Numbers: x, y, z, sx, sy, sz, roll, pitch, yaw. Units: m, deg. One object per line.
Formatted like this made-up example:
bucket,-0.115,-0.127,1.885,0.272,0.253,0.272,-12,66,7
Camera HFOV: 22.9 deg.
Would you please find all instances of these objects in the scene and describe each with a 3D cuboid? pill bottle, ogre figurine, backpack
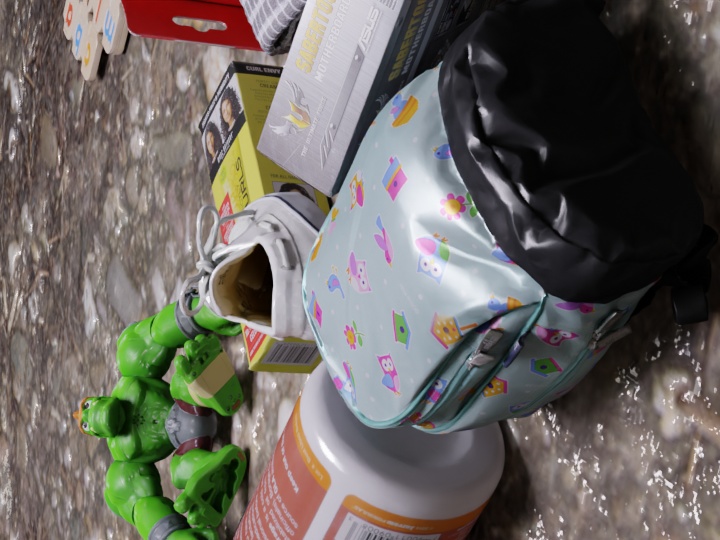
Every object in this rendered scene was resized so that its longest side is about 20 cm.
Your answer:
pill bottle,-0.008,0.144,0.959,0.201,0.111,0.113,-64,34,39
ogre figurine,-0.135,0.111,1.261,0.119,0.098,0.202,-1,102,47
backpack,0.058,-0.011,0.825,0.200,0.126,0.168,122,139,-50

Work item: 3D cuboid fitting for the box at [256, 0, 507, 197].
box,0.037,-0.149,0.855,0.048,0.158,0.201,34,127,17

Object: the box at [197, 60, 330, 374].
box,-0.057,-0.036,1.154,0.075,0.050,0.201,-54,41,46

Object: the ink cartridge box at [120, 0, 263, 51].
ink cartridge box,-0.117,-0.248,1.229,0.067,0.115,0.201,-58,38,44

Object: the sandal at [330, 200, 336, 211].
sandal,0.000,0.000,1.025,0.082,0.054,0.202,28,112,62

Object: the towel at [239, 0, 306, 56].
towel,-0.044,-0.229,1.024,0.167,0.085,0.200,65,163,4

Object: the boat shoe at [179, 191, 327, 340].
boat shoe,-0.061,0.003,0.991,0.202,0.085,0.075,-143,53,-66

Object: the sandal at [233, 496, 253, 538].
sandal,-0.054,0.199,1.138,0.201,0.048,0.076,110,151,-57

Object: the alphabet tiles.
alphabet tiles,-0.230,-0.279,1.586,0.200,0.014,0.197,59,138,50
